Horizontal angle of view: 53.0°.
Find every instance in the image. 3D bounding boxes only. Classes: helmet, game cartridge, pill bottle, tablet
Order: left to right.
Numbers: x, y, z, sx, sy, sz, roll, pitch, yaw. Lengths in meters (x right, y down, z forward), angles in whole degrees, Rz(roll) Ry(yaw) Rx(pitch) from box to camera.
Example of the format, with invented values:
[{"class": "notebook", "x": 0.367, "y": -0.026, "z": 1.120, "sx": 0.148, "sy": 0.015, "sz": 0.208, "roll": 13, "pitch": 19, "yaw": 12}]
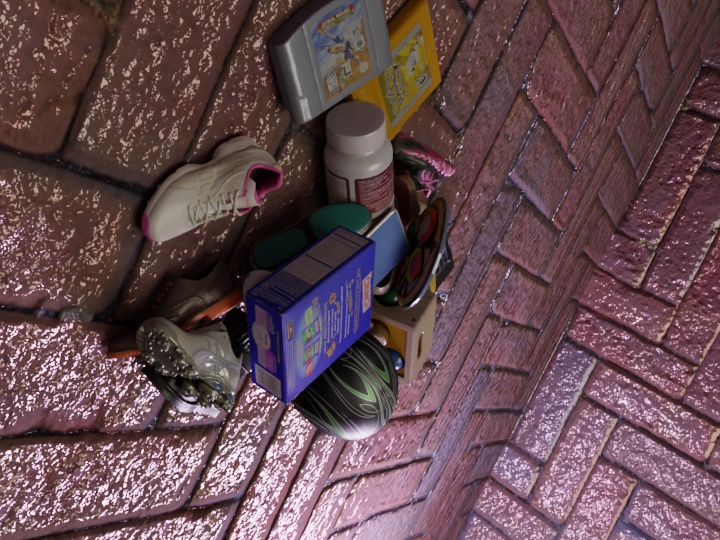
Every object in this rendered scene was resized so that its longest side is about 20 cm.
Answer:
[{"class": "game cartridge", "x": -0.035, "y": -0.307, "z": 0.991, "sx": 0.199, "sy": 0.041, "sz": 0.135, "roll": -41, "pitch": 140, "yaw": -28}, {"class": "helmet", "x": -0.026, "y": 0.195, "z": 1.256, "sx": 0.200, "sy": 0.189, "sz": 0.202, "roll": -47, "pitch": 156, "yaw": -30}, {"class": "pill bottle", "x": -0.002, "y": -0.153, "z": 1.127, "sx": 0.109, "sy": 0.109, "sz": 0.202, "roll": -41, "pitch": 146, "yaw": -31}, {"class": "tablet", "x": 0.000, "y": 0.000, "z": 1.163, "sx": 0.200, "sy": 0.014, "sz": 0.131, "roll": -45, "pitch": 149, "yaw": -11}, {"class": "game cartridge", "x": 0.054, "y": -0.306, "z": 1.164, "sx": 0.201, "sy": 0.032, "sz": 0.177, "roll": -52, "pitch": 150, "yaw": -18}]

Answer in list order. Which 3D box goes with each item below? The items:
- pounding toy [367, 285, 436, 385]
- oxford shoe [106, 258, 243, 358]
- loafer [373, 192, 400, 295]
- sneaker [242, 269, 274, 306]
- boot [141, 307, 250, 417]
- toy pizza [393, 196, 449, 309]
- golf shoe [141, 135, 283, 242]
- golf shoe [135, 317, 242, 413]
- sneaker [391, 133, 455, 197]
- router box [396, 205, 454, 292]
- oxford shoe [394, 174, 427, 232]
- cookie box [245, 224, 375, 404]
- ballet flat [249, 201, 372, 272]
[{"class": "pounding toy", "x": 0.030, "y": 0.097, "z": 1.349, "sx": 0.143, "sy": 0.181, "sz": 0.202, "roll": -51, "pitch": 152, "yaw": -41}, {"class": "oxford shoe", "x": -0.256, "y": 0.051, "z": 0.965, "sx": 0.199, "sy": 0.071, "sz": 0.074, "roll": -31, "pitch": 107, "yaw": -32}, {"class": "loafer", "x": 0.039, "y": -0.055, "z": 1.253, "sx": 0.068, "sy": 0.074, "sz": 0.204, "roll": -144, "pitch": -129, "yaw": -79}, {"class": "sneaker", "x": -0.145, "y": 0.043, "z": 1.069, "sx": 0.076, "sy": 0.104, "sz": 0.200, "roll": -56, "pitch": 152, "yaw": -13}, {"class": "boot", "x": -0.216, "y": 0.122, "z": 1.050, "sx": 0.159, "sy": 0.079, "sz": 0.211, "roll": -51, "pitch": 161, "yaw": -5}, {"class": "toy pizza", "x": 0.098, "y": -0.033, "z": 1.240, "sx": 0.200, "sy": 0.031, "sz": 0.204, "roll": -161, "pitch": -91, "yaw": -79}, {"class": "golf shoe", "x": -0.182, "y": -0.097, "z": 0.908, "sx": 0.200, "sy": 0.091, "sz": 0.076, "roll": -43, "pitch": 148, "yaw": -27}, {"class": "golf shoe", "x": -0.215, "y": 0.099, "z": 0.931, "sx": 0.201, "sy": 0.077, "sz": 0.098, "roll": 65, "pitch": 40, "yaw": -52}, {"class": "sneaker", "x": 0.100, "y": -0.182, "z": 1.317, "sx": 0.096, "sy": 0.079, "sz": 0.199, "roll": -50, "pitch": 151, "yaw": 16}, {"class": "router box", "x": 0.124, "y": -0.015, "z": 1.507, "sx": 0.158, "sy": 0.052, "sz": 0.201, "roll": -50, "pitch": 149, "yaw": -18}, {"class": "oxford shoe", "x": 0.087, "y": -0.118, "z": 1.340, "sx": 0.074, "sy": 0.071, "sz": 0.201, "roll": -41, "pitch": 157, "yaw": -20}, {"class": "cookie box", "x": -0.066, "y": 0.059, "z": 1.024, "sx": 0.199, "sy": 0.074, "sz": 0.173, "roll": -38, "pitch": 144, "yaw": -39}, {"class": "ballet flat", "x": -0.077, "y": -0.050, "z": 1.099, "sx": 0.197, "sy": 0.069, "sz": 0.067, "roll": -20, "pitch": 171, "yaw": -11}]
